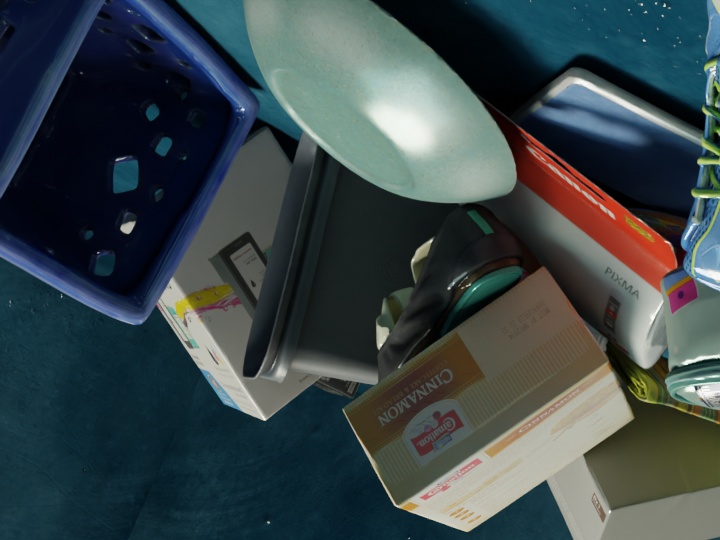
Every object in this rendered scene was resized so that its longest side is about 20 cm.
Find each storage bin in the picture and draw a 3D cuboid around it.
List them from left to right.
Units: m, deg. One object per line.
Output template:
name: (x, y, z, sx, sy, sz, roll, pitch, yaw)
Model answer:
storage bin: (0.000, 0.000, 0.870, 0.132, 0.203, 0.145, 16, 172, -11)

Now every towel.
towel: (0.264, 0.101, 0.789, 0.197, 0.018, 0.086, 21, -163, -13)

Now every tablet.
tablet: (0.184, -0.052, 0.642, 0.198, 0.014, 0.130, 27, 171, -6)

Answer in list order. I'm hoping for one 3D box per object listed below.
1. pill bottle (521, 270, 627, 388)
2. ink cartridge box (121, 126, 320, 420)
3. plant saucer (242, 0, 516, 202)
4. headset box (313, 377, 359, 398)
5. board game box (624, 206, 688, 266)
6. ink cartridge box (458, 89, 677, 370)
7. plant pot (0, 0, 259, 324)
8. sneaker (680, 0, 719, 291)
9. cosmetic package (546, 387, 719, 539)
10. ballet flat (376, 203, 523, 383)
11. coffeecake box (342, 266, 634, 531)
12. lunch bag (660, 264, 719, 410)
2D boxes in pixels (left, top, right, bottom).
pill bottle: (0.154, 0.057, 0.993, 0.198, 0.114, 0.112, 17, 168, 38)
ink cartridge box: (-0.103, 0.002, 1.015, 0.201, 0.145, 0.146, 57, 162, -11)
plant saucer: (-0.001, -0.094, 0.662, 0.200, 0.039, 0.201, 37, 170, 7)
headset box: (-0.103, 0.162, 2.228, 0.198, 0.094, 0.174, 27, 170, -12)
board game box: (0.241, 0.020, 0.748, 0.198, 0.039, 0.158, 28, 176, -23)
ink cartridge box: (0.120, -0.020, 0.691, 0.162, 0.050, 0.200, 42, -177, 23)
plant pot: (-0.222, -0.106, 0.822, 0.178, 0.202, 0.200, 25, 173, 30)
sneaker: (0.163, -0.048, 0.439, 0.075, 0.106, 0.200, 17, 169, 32)
cosmetic package: (0.250, 0.148, 0.892, 0.197, 0.108, 0.091, -9, 137, -11)
ballet flat: (0.049, 0.028, 0.756, 0.072, 0.074, 0.201, 24, 140, -1)
coffeecake box: (0.094, 0.095, 0.763, 0.074, 0.153, 0.200, 57, -174, 23)
lunch bag: (0.259, 0.036, 0.580, 0.198, 0.078, 0.159, 13, 164, -37)
